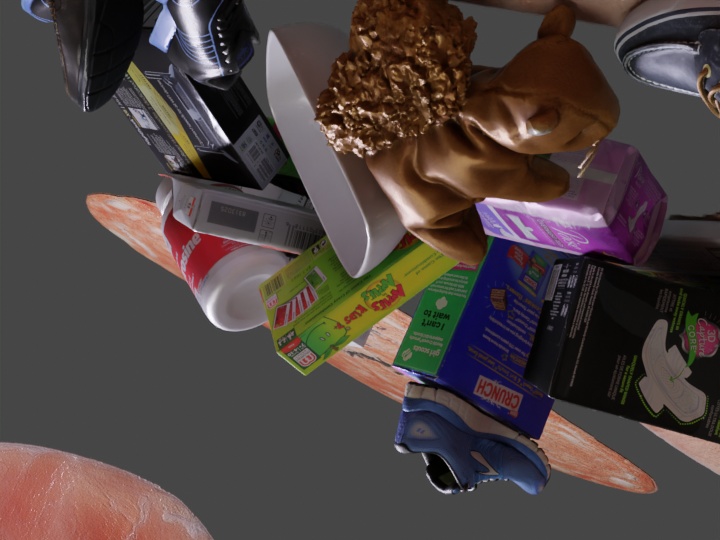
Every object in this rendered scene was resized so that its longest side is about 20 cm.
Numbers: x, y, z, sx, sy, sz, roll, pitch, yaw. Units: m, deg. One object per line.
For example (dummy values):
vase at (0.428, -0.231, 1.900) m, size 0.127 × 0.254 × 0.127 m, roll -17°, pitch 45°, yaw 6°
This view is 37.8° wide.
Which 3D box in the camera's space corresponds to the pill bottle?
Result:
pill bottle at (-0.165, -0.034, 1.228) m, size 0.200 × 0.112 × 0.112 m, roll 54°, pitch -172°, yaw 37°

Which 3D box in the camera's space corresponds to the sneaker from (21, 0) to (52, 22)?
sneaker at (-0.240, -0.247, 0.914) m, size 0.078 × 0.070 × 0.200 m, roll 36°, pitch 164°, yaw -17°

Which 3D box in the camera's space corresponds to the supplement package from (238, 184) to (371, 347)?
supplement package at (-0.077, -0.013, 1.390) m, size 0.199 × 0.151 × 0.151 m, roll 31°, pitch 167°, yaw -27°

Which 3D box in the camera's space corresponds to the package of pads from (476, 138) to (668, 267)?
package of pads at (0.149, -0.069, 0.895) m, size 0.199 × 0.076 × 0.120 m, roll 16°, pitch 169°, yaw 36°

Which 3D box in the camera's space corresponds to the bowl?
bowl at (-0.010, -0.107, 0.900) m, size 0.201 × 0.074 × 0.200 m, roll 63°, pitch 169°, yaw 9°

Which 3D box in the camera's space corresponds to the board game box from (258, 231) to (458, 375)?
board game box at (0.000, 0.000, 1.010) m, size 0.048 × 0.200 × 0.102 m, roll 43°, pitch -164°, yaw -39°

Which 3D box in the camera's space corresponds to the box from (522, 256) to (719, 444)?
box at (0.263, 0.072, 0.930) m, size 0.199 × 0.125 × 0.149 m, roll 16°, pitch 180°, yaw 1°

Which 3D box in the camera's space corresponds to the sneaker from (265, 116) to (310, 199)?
sneaker at (-0.052, -0.111, 1.152) m, size 0.199 × 0.077 × 0.084 m, roll 31°, pitch -178°, yaw -5°

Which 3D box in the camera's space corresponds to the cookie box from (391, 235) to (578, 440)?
cookie box at (0.147, 0.049, 1.096) m, size 0.171 × 0.201 × 0.075 m, roll 33°, pitch 165°, yaw -34°

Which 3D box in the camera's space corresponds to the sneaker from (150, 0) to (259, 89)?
sneaker at (-0.112, -0.198, 0.816) m, size 0.078 × 0.070 × 0.200 m, roll 37°, pitch 168°, yaw -8°

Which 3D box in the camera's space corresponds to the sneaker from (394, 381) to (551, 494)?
sneaker at (0.109, 0.188, 1.068) m, size 0.199 × 0.090 × 0.078 m, roll 30°, pitch 169°, yaw -27°

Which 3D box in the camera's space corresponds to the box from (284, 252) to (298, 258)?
box at (0.027, -0.027, 1.222) m, size 0.199 × 0.049 × 0.158 m, roll 15°, pitch -167°, yaw 40°

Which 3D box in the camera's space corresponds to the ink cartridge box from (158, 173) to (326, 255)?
ink cartridge box at (-0.124, -0.058, 1.116) m, size 0.161 × 0.051 × 0.200 m, roll 12°, pitch -178°, yaw -25°

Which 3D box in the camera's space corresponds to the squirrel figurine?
squirrel figurine at (0.073, -0.113, 0.728) m, size 0.199 × 0.142 × 0.186 m, roll 26°, pitch 162°, yaw -21°

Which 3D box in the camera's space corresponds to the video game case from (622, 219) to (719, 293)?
video game case at (0.334, 0.004, 0.970) m, size 0.182 × 0.023 × 0.199 m, roll 33°, pitch 165°, yaw -32°

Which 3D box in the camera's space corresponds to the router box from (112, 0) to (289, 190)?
router box at (-0.179, -0.174, 1.027) m, size 0.157 × 0.052 × 0.200 m, roll 14°, pitch 147°, yaw 41°

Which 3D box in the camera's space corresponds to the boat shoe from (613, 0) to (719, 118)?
boat shoe at (0.216, -0.102, 0.585) m, size 0.071 × 0.091 × 0.200 m, roll 34°, pitch 165°, yaw -38°

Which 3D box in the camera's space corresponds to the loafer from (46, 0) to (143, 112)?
loafer at (-0.213, -0.219, 0.812) m, size 0.072 × 0.073 × 0.201 m, roll 24°, pitch 126°, yaw 13°
